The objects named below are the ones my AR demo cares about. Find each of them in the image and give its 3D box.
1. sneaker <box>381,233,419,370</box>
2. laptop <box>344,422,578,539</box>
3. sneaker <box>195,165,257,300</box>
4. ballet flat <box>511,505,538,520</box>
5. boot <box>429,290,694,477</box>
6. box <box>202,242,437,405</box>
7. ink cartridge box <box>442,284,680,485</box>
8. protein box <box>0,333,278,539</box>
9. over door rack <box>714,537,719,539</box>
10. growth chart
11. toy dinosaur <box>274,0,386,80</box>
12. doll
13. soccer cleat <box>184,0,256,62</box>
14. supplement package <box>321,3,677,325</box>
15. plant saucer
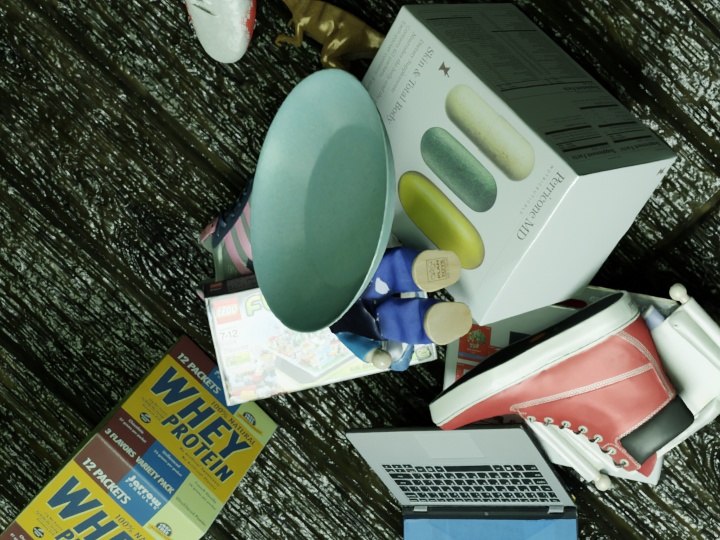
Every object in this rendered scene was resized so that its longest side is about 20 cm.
[{"bbox_3d":[0.000,0.000,1.247,0.084,0.202,0.077,-8,147,-6],"label":"sneaker"},{"bbox_3d":[0.092,0.242,1.309,0.186,0.117,0.201,-6,137,32],"label":"laptop"},{"bbox_3d":[-0.107,-0.042,1.332,0.081,0.070,0.202,16,118,7],"label":"sneaker"},{"bbox_3d":[0.124,0.275,1.400,0.075,0.064,0.201,29,122,-6],"label":"ballet flat"},{"bbox_3d":[0.164,0.123,1.191,0.199,0.072,0.145,-27,96,23],"label":"boot"},{"bbox_3d":[-0.036,0.047,1.320,0.198,0.035,0.111,-13,112,-4],"label":"box"},{"bbox_3d":[0.179,0.074,1.274,0.198,0.084,0.177,11,116,15],"label":"ink cartridge box"},{"bbox_3d":[-0.216,0.208,1.418,0.135,0.199,0.200,43,121,-4],"label":"protein box"},{"bbox_3d":[0.409,0.253,1.275,0.199,0.067,0.148,-34,101,9],"label":"over door rack"},{"bbox_3d":[0.226,0.097,1.210,0.199,0.018,0.145,-36,97,28],"label":"growth chart"},{"bbox_3d":[-0.009,-0.194,1.228,0.198,0.060,0.107,23,119,9],"label":"toy dinosaur"},{"bbox_3d":[0.007,0.013,1.143,0.199,0.048,0.138,-3,102,57],"label":"doll"},{"bbox_3d":[-0.131,-0.269,1.223,0.068,0.085,0.202,6,116,17],"label":"soccer cleat"},{"bbox_3d":[0.107,-0.090,1.144,0.200,0.150,0.152,47,125,24],"label":"supplement package"},{"bbox_3d":[-0.021,-0.052,1.115,0.200,0.038,0.204,-12,76,55],"label":"plant saucer"}]
